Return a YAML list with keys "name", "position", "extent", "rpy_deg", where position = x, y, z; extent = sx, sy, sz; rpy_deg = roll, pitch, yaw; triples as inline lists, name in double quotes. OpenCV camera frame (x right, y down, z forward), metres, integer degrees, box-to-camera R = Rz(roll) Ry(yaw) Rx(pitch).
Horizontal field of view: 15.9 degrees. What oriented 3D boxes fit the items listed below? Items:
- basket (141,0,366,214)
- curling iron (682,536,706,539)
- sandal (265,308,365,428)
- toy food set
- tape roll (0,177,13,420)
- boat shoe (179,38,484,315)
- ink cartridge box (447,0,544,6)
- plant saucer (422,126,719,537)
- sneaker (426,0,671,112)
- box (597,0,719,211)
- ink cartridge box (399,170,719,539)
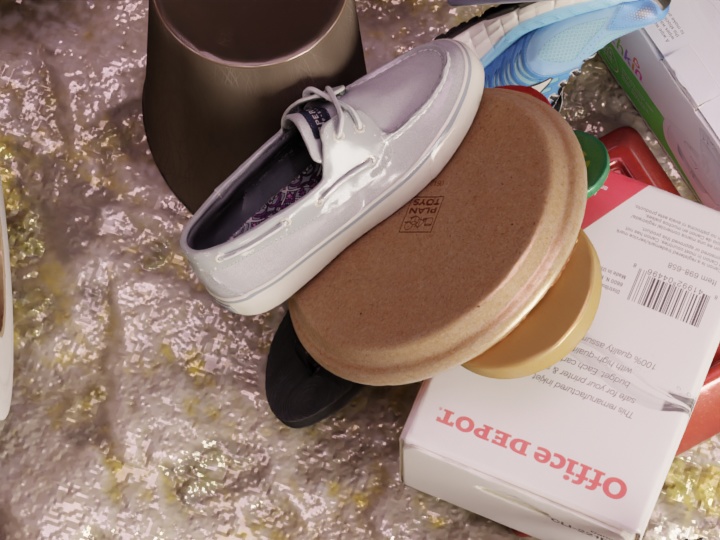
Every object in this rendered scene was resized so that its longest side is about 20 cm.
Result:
- name: "basket"
  position: [-0.062, -0.125, 1.508]
  extent: [0.136, 0.200, 0.181]
  rpy_deg: [-30, 70, -12]
- name: "curling iron"
  position: [0.110, 0.174, 1.409]
  extent: [0.026, 0.200, 0.050]
  rpy_deg: [48, 45, -16]
- name: "sandal"
  position: [0.000, -0.001, 1.515]
  extent: [0.075, 0.048, 0.201]
  rpy_deg: [31, 85, 42]
- name: "toy food set"
  position: [0.047, -0.020, 1.433]
  extent: [0.199, 0.049, 0.199]
  rpy_deg: [-15, 50, 30]
- name: "tape roll"
  position: [-0.276, -0.009, 1.460]
  extent: [0.138, 0.203, 0.204]
  rpy_deg: [-5, 68, -3]
- name: "boat shoe"
  position: [-0.017, -0.062, 1.421]
  extent: [0.201, 0.072, 0.070]
  rpy_deg: [-44, 48, -1]
- name: "ink cartridge box"
  position: [0.138, -0.192, 1.477]
  extent: [0.119, 0.200, 0.042]
  rpy_deg: [-27, 107, -20]
- name: "plant saucer"
  position: [0.131, 0.027, 1.536]
  extent: [0.199, 0.037, 0.200]
  rpy_deg: [-28, 71, -10]
- name: "sneaker"
  position: [0.107, -0.121, 1.542]
  extent: [0.090, 0.200, 0.078]
  rpy_deg: [59, 35, -8]
- name: "box"
  position: [0.260, -0.132, 1.567]
  extent: [0.176, 0.097, 0.200]
  rpy_deg: [-29, 71, -11]
- name: "ink cartridge box"
  position: [0.123, 0.050, 1.461]
  extent: [0.144, 0.084, 0.201]
  rpy_deg: [21, 69, 9]
